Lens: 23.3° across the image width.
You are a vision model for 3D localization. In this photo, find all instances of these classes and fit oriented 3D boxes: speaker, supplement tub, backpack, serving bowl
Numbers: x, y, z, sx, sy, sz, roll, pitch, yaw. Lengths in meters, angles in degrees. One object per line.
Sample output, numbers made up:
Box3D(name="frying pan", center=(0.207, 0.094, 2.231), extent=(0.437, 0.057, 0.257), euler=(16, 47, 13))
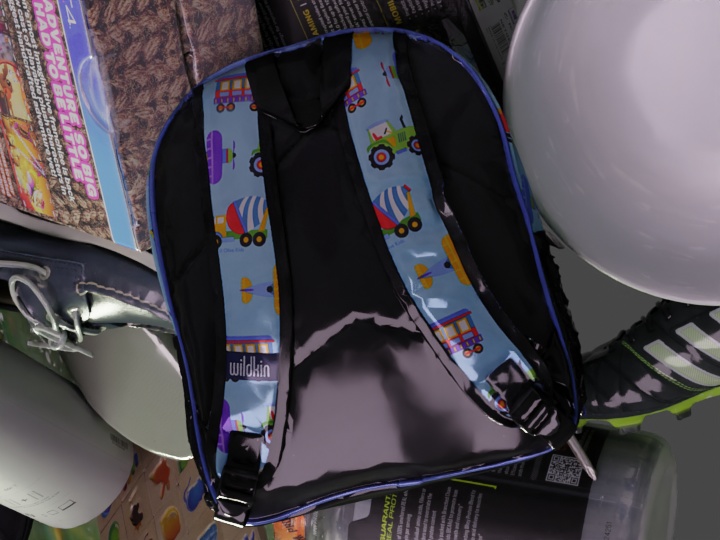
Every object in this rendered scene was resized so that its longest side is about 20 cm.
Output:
Box3D(name="speaker", center=(-0.204, 0.078, 0.942), extent=(0.081, 0.082, 0.200), euler=(-2, 158, 23))
Box3D(name="supplement tub", center=(0.062, 0.133, 0.934), extent=(0.199, 0.123, 0.123), euler=(8, 119, 18))
Box3D(name="backpack", center=(0.000, 0.000, 0.788), extent=(0.182, 0.135, 0.201), euler=(-15, 85, 10))
Box3D(name="serving bowl", center=(0.166, -0.087, 0.796), extent=(0.199, 0.066, 0.201), euler=(3, 113, 6))

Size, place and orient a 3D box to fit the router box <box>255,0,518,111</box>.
Box3D(name="router box", center=(-0.016, -0.148, 0.849), extent=(0.149, 0.051, 0.201), euler=(-17, 103, 30))

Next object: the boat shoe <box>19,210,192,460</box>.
Box3D(name="boat shoe", center=(-0.142, 0.015, 0.985), extent=(0.201, 0.071, 0.070), euler=(49, 124, 1))

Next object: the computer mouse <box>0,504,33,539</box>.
Box3D(name="computer mouse", center=(-0.239, 0.088, 1.043), extent=(0.046, 0.140, 0.201), euler=(-30, 101, -8))

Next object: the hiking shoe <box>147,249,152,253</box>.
Box3D(name="hiking shoe", center=(-0.042, 0.013, 0.938), extent=(0.199, 0.076, 0.101), euler=(17, 145, 32))

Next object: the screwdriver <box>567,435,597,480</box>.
Box3D(name="screwdriver", center=(0.068, 0.018, 0.883), extent=(0.200, 0.028, 0.029), euler=(57, 149, 17))

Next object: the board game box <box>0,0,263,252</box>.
Box3D(name="board game box", center=(-0.149, -0.119, 0.856), extent=(0.200, 0.097, 0.160), euler=(18, 128, 41))

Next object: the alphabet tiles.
Box3D(name="alphabet tiles", center=(-0.099, 0.136, 0.995), extent=(0.008, 0.168, 0.200), euler=(12, 132, -32))

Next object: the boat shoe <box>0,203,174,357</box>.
Box3D(name="boat shoe", center=(-0.156, 0.008, 0.891), extent=(0.199, 0.062, 0.075), euler=(18, 163, 22))

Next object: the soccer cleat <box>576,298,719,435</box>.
Box3D(name="soccer cleat", center=(0.173, 0.028, 0.873), extent=(0.199, 0.068, 0.081), euler=(-14, 99, 22))
